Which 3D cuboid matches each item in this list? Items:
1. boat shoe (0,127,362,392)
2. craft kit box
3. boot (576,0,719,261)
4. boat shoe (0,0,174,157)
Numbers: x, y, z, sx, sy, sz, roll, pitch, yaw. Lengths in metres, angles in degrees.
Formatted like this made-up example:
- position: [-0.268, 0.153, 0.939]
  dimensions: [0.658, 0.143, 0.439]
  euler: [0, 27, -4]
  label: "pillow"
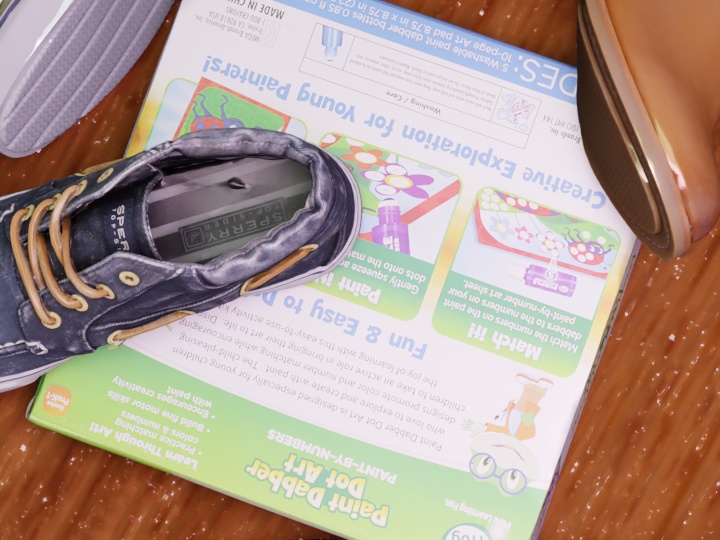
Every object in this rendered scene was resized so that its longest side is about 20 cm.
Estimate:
- position: [-0.100, -0.008, 1.047]
  dimensions: [0.199, 0.091, 0.071]
  euler: [-18, 82, 4]
  label: "boat shoe"
- position: [0.000, 0.000, 1.103]
  dimensions: [0.199, 0.049, 0.198]
  euler: [20, 83, 8]
  label: "craft kit box"
- position: [0.151, -0.099, 1.055]
  dimensions: [0.154, 0.074, 0.201]
  euler: [-8, 56, -4]
  label: "boot"
- position: [-0.100, -0.136, 1.124]
  dimensions: [0.062, 0.072, 0.200]
  euler: [28, 76, 22]
  label: "boat shoe"
